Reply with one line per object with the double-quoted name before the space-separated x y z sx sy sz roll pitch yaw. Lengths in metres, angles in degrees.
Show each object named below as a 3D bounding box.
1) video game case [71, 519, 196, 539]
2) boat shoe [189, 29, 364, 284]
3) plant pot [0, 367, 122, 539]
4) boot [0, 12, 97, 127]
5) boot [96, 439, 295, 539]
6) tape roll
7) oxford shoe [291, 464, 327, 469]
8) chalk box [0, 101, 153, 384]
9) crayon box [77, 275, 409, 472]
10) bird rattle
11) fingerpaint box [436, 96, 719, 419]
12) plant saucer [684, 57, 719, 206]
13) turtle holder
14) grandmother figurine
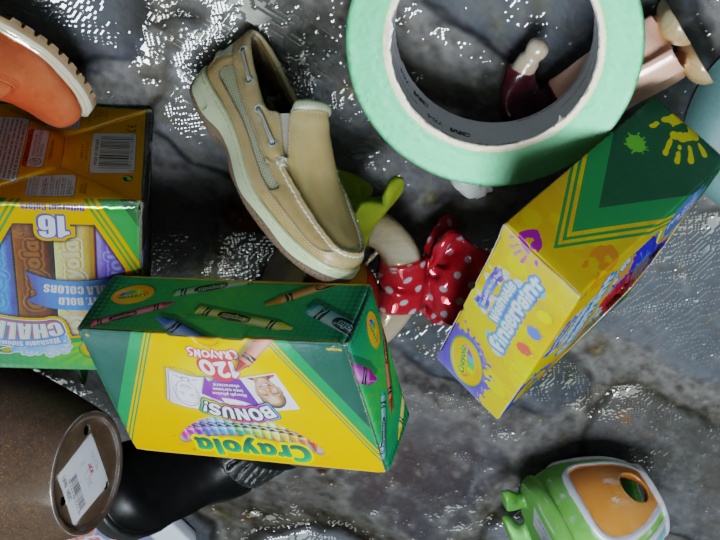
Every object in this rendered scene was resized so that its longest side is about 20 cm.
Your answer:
"video game case" -0.287 0.243 1.238 0.199 0.023 0.183 -25 128 15
"boat shoe" -0.048 -0.084 0.879 0.076 0.201 0.071 -46 153 24
"plant pot" -0.291 0.143 1.002 0.198 0.188 0.188 5 134 23
"boot" -0.265 -0.129 0.854 0.200 0.075 0.108 34 80 -46
"boot" -0.112 0.149 1.080 0.157 0.080 0.210 -28 171 34
"tape roll" 0.090 -0.158 0.884 0.198 0.048 0.202 2 117 4
"oxford shoe" -0.036 0.094 0.965 0.084 0.073 0.201 -10 141 -8
"chalk box" -0.218 -0.007 0.968 0.123 0.125 0.201 2 129 -8
"crayon box" -0.077 0.068 0.882 0.198 0.058 0.119 1 131 23
"bird rattle" 0.000 0.000 0.999 0.163 0.113 0.200 -45 136 5
"fingerpaint box" 0.154 -0.003 0.940 0.167 0.073 0.200 -38 164 -28
"plant saucer" 0.348 -0.107 0.995 0.198 0.036 0.201 -3 130 -3
"turtle holder" 0.219 0.256 1.222 0.131 0.141 0.187 -25 121 -6
"grandmother figurine" 0.148 -0.119 0.953 0.199 0.061 0.121 -32 117 17
